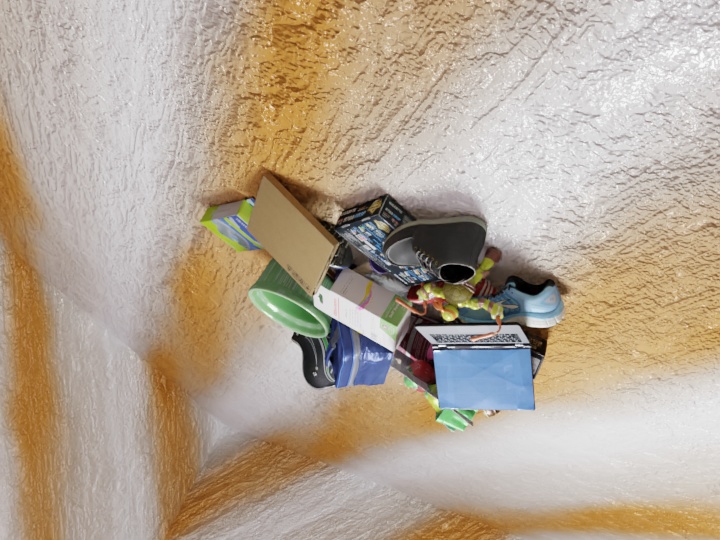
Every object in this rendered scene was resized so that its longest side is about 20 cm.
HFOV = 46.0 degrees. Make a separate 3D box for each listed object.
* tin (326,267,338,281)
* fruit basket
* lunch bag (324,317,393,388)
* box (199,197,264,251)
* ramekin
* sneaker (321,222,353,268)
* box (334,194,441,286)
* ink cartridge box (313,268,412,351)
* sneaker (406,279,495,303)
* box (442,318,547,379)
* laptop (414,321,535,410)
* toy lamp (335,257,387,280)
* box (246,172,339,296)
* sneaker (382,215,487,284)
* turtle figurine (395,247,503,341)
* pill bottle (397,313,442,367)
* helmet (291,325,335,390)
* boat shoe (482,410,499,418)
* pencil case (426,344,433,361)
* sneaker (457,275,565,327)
[{"bbox_3d":[-0.103,-0.011,1.858,0.111,0.042,0.200,1,146,41],"label":"tin"},{"bbox_3d":[0.143,0.237,1.710,0.198,0.095,0.185,29,-172,2],"label":"fruit basket"},{"bbox_3d":[-0.011,0.168,1.837,0.130,0.138,0.201,-2,148,-10],"label":"lunch bag"},{"bbox_3d":[-0.251,-0.095,1.836,0.122,0.048,0.199,40,156,-28],"label":"box"},{"bbox_3d":[-0.139,0.055,1.866,0.197,0.099,0.201,23,158,10],"label":"ramekin"},{"bbox_3d":[-0.095,-0.056,1.720,0.198,0.079,0.089,27,167,25],"label":"sneaker"},{"bbox_3d":[0.068,-0.049,1.563,0.199,0.046,0.158,37,156,-22],"label":"box"},{"bbox_3d":[0.002,0.069,1.711,0.198,0.068,0.118,28,153,14],"label":"ink cartridge box"},{"bbox_3d":[0.179,0.052,1.616,0.115,0.079,0.199,37,157,-20],"label":"sneaker"},{"bbox_3d":[0.258,0.132,1.631,0.197,0.051,0.158,23,-168,12],"label":"box"},{"bbox_3d":[0.208,0.174,1.513,0.184,0.118,0.200,-3,161,19],"label":"laptop"},{"bbox_3d":[0.000,0.000,1.739,0.058,0.059,0.200,33,155,-13],"label":"toy lamp"},{"bbox_3d":[-0.135,-0.068,1.641,0.200,0.021,0.164,45,140,15],"label":"box"},{"bbox_3d":[0.112,-0.025,1.419,0.197,0.107,0.075,-14,131,34],"label":"sneaker"},{"bbox_3d":[0.165,0.023,1.450,0.197,0.163,0.065,14,153,29],"label":"turtle figurine"},{"bbox_3d":[0.164,0.164,1.830,0.197,0.111,0.110,20,157,20],"label":"pill bottle"},{"bbox_3d":[-0.062,0.177,2.016,0.196,0.194,0.200,-13,173,-2],"label":"helmet"},{"bbox_3d":[0.292,0.232,1.754,0.067,0.200,0.073,-14,107,27],"label":"boat shoe"},{"bbox_3d":[0.235,0.183,1.695,0.198,0.092,0.094,26,164,21],"label":"pencil case"},{"bbox_3d":[0.259,0.047,1.496,0.196,0.079,0.091,-5,114,20],"label":"sneaker"}]
